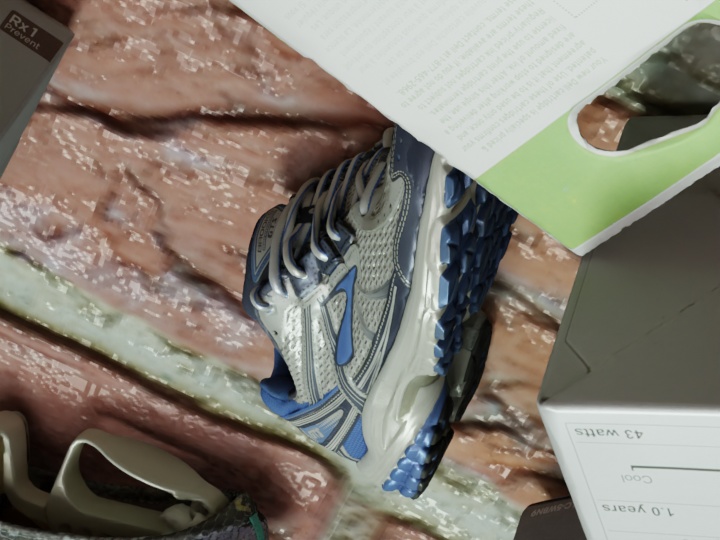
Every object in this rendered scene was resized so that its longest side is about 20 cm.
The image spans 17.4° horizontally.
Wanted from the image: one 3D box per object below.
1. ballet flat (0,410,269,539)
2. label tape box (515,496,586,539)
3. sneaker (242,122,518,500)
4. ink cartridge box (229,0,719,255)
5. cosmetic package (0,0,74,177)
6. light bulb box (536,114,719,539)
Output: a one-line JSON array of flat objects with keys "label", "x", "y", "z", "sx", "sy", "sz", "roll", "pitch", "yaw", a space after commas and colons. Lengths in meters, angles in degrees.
[{"label": "ballet flat", "x": -0.127, "y": 0.093, "z": 0.954, "sx": 0.199, "sy": 0.072, "sz": 0.072, "roll": 10, "pitch": 138, "yaw": 17}, {"label": "label tape box", "x": 0.091, "y": 0.200, "z": 0.832, "sx": 0.063, "sy": 0.201, "sz": 0.144, "roll": -16, "pitch": 126, "yaw": 38}, {"label": "sneaker", "x": 0.000, "y": 0.000, "z": 0.772, "sx": 0.085, "sy": 0.077, "sz": 0.201, "roll": 22, "pitch": 140, "yaw": 10}, {"label": "ink cartridge box", "x": 0.035, "y": -0.112, "z": 0.629, "sx": 0.200, "sy": 0.076, "sz": 0.148, "roll": 37, "pitch": 138, "yaw": -16}, {"label": "cosmetic package", "x": -0.187, "y": -0.031, "z": 0.821, "sx": 0.106, "sy": 0.090, "sz": 0.200, "roll": 31, "pitch": 143, "yaw": -3}, {"label": "light bulb box", "x": 0.180, "y": 0.064, "z": 0.710, "sx": 0.197, "sy": 0.125, "sz": 0.201, "roll": 1, "pitch": 136, "yaw": 25}]
